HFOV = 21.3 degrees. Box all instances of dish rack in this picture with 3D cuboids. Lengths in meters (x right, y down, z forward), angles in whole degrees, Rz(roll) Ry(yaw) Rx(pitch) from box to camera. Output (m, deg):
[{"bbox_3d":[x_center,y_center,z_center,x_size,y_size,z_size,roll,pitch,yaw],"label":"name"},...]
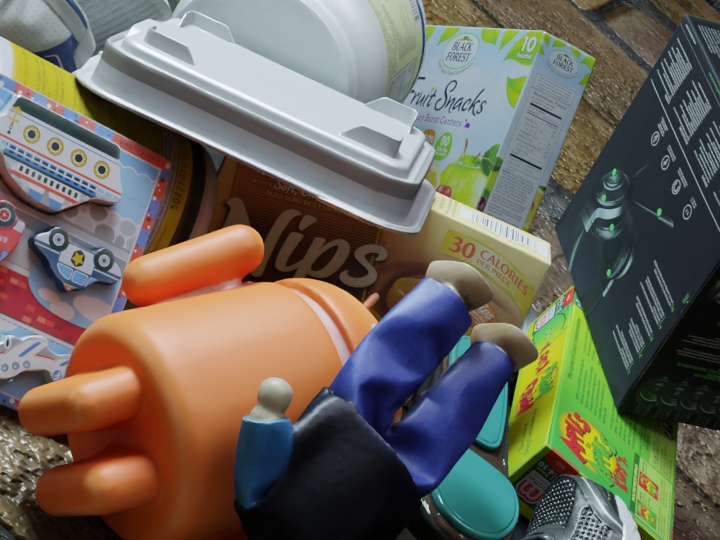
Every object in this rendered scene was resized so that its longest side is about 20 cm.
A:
[{"bbox_3d":[-0.046,-0.090,1.051,0.199,0.044,0.172,24,15,1],"label":"dish rack"}]

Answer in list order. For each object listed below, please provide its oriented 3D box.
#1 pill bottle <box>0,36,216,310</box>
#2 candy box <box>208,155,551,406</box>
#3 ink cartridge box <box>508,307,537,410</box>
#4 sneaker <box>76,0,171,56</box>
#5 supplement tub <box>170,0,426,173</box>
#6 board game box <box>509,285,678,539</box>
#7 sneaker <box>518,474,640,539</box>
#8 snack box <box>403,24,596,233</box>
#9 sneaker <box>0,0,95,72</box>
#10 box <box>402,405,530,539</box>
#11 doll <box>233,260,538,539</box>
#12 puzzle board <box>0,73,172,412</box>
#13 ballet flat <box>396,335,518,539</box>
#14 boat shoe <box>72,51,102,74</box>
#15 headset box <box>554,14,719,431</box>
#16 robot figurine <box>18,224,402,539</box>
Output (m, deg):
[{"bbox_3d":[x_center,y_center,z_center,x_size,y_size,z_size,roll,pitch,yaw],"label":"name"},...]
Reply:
[{"bbox_3d":[-0.183,-0.057,1.009,0.199,0.112,0.112,27,25,-30],"label":"pill bottle"},{"bbox_3d":[0.000,0.000,1.126,0.199,0.116,0.055,24,14,0],"label":"candy box"},{"bbox_3d":[0.034,0.000,1.290,0.199,0.041,0.200,24,26,-33],"label":"ink cartridge box"},{"bbox_3d":[-0.216,-0.205,1.278,0.199,0.078,0.080,13,40,-46],"label":"sneaker"},{"bbox_3d":[-0.043,-0.139,1.234,0.145,0.145,0.200,40,21,0],"label":"supplement tub"},{"bbox_3d":[0.146,0.100,1.187,0.101,0.048,0.200,40,27,-10],"label":"board game box"},{"bbox_3d":[0.079,0.174,0.964,0.086,0.080,0.200,39,43,-15],"label":"sneaker"},{"bbox_3d":[0.073,-0.098,1.350,0.053,0.143,0.200,24,-3,-26],"label":"snack box"},{"bbox_3d":[-0.251,-0.163,1.135,0.080,0.115,0.199,38,-6,30],"label":"sneaker"},{"bbox_3d":[0.025,0.141,1.062,0.199,0.044,0.161,20,31,-41],"label":"box"},{"bbox_3d":[0.003,0.092,0.874,0.137,0.200,0.048,52,-25,-19],"label":"doll"},{"bbox_3d":[-0.195,-0.026,0.922,0.199,0.152,0.017,27,-17,-30],"label":"puzzle board"},{"bbox_3d":[0.047,0.109,1.007,0.068,0.069,0.200,35,24,-8],"label":"ballet flat"},{"bbox_3d":[-0.140,-0.129,1.274,0.072,0.066,0.200,44,22,9],"label":"boat shoe"},{"bbox_3d":[0.216,-0.023,1.196,0.092,0.201,0.175,12,38,-22],"label":"headset box"},{"bbox_3d":[-0.063,0.065,0.925,0.199,0.117,0.144,-11,51,-37],"label":"robot figurine"}]
